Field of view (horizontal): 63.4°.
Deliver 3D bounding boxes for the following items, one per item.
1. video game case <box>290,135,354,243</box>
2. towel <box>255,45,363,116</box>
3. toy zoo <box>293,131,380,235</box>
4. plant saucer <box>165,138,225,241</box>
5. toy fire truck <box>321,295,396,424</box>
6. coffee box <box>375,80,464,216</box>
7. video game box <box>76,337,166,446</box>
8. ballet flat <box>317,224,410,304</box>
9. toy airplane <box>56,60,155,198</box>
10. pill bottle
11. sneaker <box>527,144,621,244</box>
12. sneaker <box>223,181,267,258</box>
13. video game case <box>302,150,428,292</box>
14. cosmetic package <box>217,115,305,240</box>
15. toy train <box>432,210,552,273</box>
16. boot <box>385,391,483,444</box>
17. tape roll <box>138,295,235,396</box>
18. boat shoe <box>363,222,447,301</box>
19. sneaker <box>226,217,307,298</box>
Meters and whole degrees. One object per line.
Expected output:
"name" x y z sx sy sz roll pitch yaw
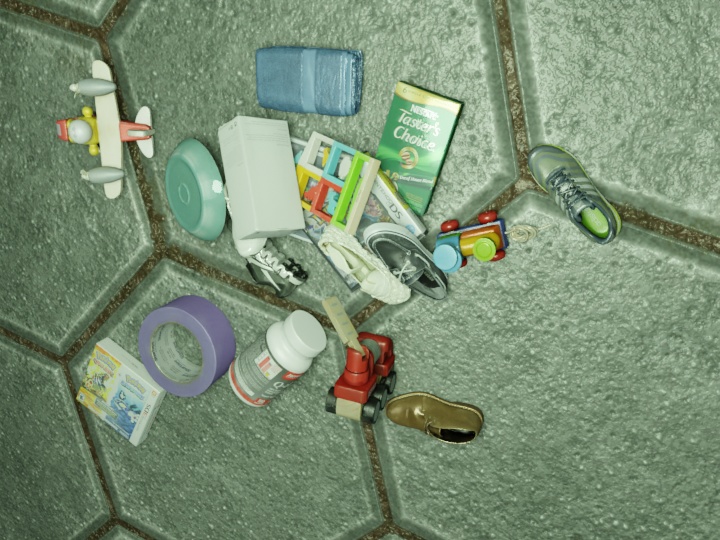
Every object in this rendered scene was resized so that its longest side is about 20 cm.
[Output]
"video game case" -0.093 -0.147 1.113 0.196 0.023 0.186 19 111 14
"towel" -0.092 -0.340 1.044 0.195 0.049 0.115 10 108 16
"toy zoo" -0.058 -0.162 1.029 0.198 0.020 0.134 32 106 40
"plant saucer" -0.334 -0.153 1.145 0.197 0.036 0.205 20 119 40
"toy fire truck" -0.005 0.149 1.082 0.126 0.176 0.205 11 108 16
"coffee box" 0.091 -0.212 1.016 0.121 0.044 0.204 24 112 12
"video game box" -0.571 0.292 1.397 0.198 0.047 0.184 33 111 8
"ballet flat" 0.000 0.000 1.045 0.199 0.072 0.072 41 114 2
"toy airplane" -0.511 -0.276 1.161 0.198 0.141 0.201 -40 90 24
"pill bottle" -0.167 0.177 1.180 0.199 0.116 0.116 -41 90 25
"sneaker" 0.344 -0.122 0.932 0.200 0.081 0.074 46 114 2
"sneaker" -0.225 -0.121 1.091 0.073 0.087 0.205 -16 70 14
"video game case" -0.003 -0.083 1.061 0.199 0.026 0.182 -37 94 32
"cosmetic package" -0.177 -0.163 1.044 0.080 0.111 0.206 -12 84 46
"toy train" 0.219 -0.049 0.978 0.196 0.116 0.087 -12 102 22
"boot" 0.135 0.287 1.127 0.195 0.075 0.076 3 108 20
"tape roll" -0.377 0.163 1.269 0.195 0.085 0.205 6 108 18
"boat shoe" 0.083 -0.008 1.009 0.071 0.069 0.199 -32 130 28
"sneaker" -0.203 -0.020 1.164 0.199 0.066 0.091 42 112 2
